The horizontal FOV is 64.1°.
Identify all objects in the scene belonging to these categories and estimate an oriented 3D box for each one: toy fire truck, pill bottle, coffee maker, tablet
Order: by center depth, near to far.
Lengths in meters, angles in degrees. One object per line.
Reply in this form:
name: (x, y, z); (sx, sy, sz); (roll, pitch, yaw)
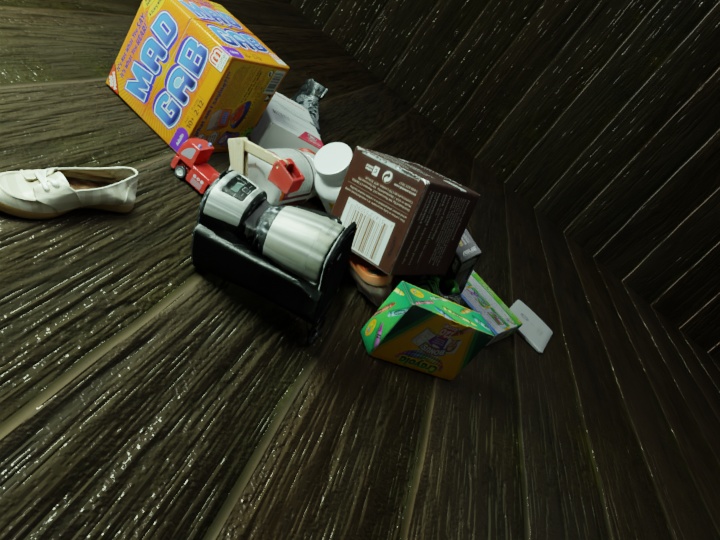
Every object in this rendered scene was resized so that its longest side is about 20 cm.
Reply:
coffee maker: (-0.127, -0.014, 0.795); (0.197, 0.195, 0.135); (24, 16, 8)
toy fire truck: (-0.203, -0.164, 0.936); (0.200, 0.142, 0.049); (42, 24, 4)
pill bottle: (-0.148, -0.169, 1.063); (0.109, 0.110, 0.200); (43, 24, 8)
pill bottle: (-0.025, -0.147, 1.097); (0.105, 0.103, 0.201); (56, -5, 34)
tablet: (0.440, 0.141, 1.500); (0.130, 0.014, 0.199); (46, 24, 12)

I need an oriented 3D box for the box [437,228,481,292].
box: (0.168, -0.047, 1.179); (0.160, 0.048, 0.201); (60, -14, 20)

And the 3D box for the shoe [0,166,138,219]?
shoe: (-0.363, -0.107, 0.716); (0.070, 0.054, 0.199); (47, 25, 16)

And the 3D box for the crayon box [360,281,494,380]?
crayon box: (0.113, 0.105, 0.962); (0.198, 0.119, 0.059); (22, 29, -34)

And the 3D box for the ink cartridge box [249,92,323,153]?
ink cartridge box: (-0.176, -0.319, 1.307); (0.144, 0.084, 0.201); (22, 30, -34)

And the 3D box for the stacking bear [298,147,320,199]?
stacking bear: (-0.066, -0.191, 1.230); (0.198, 0.114, 0.122); (24, 28, -22)

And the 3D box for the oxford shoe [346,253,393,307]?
oxford shoe: (0.000, 0.000, 1.061); (0.070, 0.074, 0.200); (-9, 28, -16)

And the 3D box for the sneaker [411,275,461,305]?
sneaker: (0.179, 0.072, 1.139); (0.199, 0.085, 0.078); (34, 19, -33)

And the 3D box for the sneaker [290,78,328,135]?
sneaker: (-0.132, -0.438, 1.533); (0.075, 0.114, 0.201); (19, 32, -36)

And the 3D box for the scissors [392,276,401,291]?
scissors: (0.112, 0.081, 1.132); (0.201, 0.014, 0.073); (50, 18, 15)

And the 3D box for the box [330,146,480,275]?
box: (0.075, -0.100, 1.018); (0.165, 0.167, 0.199); (32, 19, 31)

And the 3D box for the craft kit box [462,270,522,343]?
craft kit box: (0.266, 0.074, 1.330); (0.201, 0.049, 0.196); (50, 29, 21)

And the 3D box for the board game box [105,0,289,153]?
board game box: (-0.296, -0.362, 1.065); (0.200, 0.201, 0.199); (43, 24, 7)
